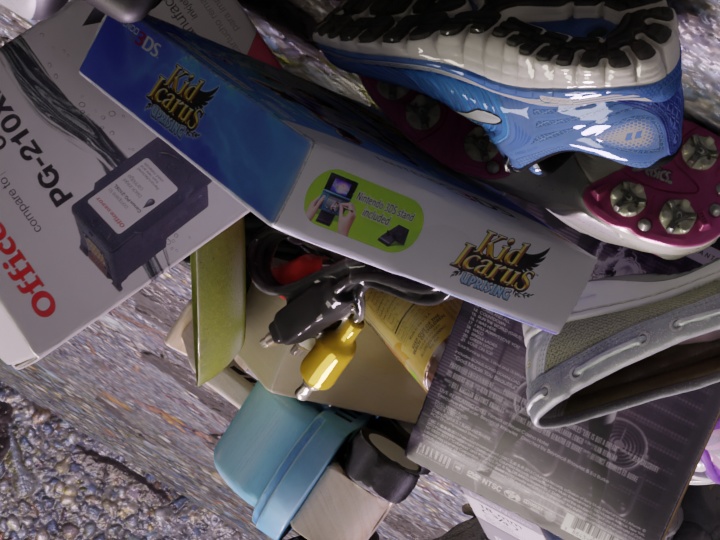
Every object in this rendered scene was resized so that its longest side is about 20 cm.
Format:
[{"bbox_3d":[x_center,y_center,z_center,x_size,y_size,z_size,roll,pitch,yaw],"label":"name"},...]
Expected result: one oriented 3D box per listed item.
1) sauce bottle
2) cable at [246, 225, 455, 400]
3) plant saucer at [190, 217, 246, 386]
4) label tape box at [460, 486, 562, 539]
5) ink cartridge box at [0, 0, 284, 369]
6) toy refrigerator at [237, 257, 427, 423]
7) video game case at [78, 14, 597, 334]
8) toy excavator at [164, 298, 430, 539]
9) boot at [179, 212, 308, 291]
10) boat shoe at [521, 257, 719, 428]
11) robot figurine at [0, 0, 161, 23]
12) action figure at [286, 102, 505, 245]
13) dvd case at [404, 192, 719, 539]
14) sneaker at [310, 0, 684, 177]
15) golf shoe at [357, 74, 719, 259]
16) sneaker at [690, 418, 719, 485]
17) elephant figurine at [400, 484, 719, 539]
[{"bbox_3d":[0.021,0.002,1.397,0.200,0.065,0.065,50,-179,38],"label":"sauce bottle"},{"bbox_3d":[0.000,0.000,1.314,0.050,0.097,0.200,-8,164,-40],"label":"cable"},{"bbox_3d":[-0.087,-0.031,1.411,0.031,0.201,0.200,-1,167,-5],"label":"plant saucer"},{"bbox_3d":[0.121,0.083,1.398,0.063,0.144,0.200,27,165,22],"label":"label tape box"},{"bbox_3d":[-0.139,-0.063,1.244,0.145,0.200,0.084,55,163,-6],"label":"ink cartridge box"},{"bbox_3d":[0.028,0.050,1.477,0.199,0.070,0.076,15,-165,-28],"label":"toy refrigerator"},{"bbox_3d":[-0.012,-0.051,1.117,0.181,0.046,0.200,21,-169,-39],"label":"video game case"},{"bbox_3d":[-0.053,0.094,1.492,0.200,0.100,0.194,36,-167,6],"label":"toy excavator"},{"bbox_3d":[-0.098,-0.022,1.632,0.200,0.076,0.168,41,174,3],"label":"boot"},{"bbox_3d":[0.175,0.033,1.143,0.201,0.065,0.074,-8,152,20],"label":"boat shoe"},{"bbox_3d":[-0.165,-0.197,1.080,0.200,0.125,0.150,32,154,-4],"label":"robot figurine"},{"bbox_3d":[0.025,-0.050,1.310,0.200,0.069,0.130,11,149,46],"label":"action figure"},{"bbox_3d":[0.120,0.047,1.236,0.148,0.200,0.016,27,-154,14],"label":"dvd case"},{"bbox_3d":[0.059,-0.083,1.047,0.200,0.079,0.089,19,140,42],"label":"sneaker"},{"bbox_3d":[0.085,-0.059,1.134,0.200,0.075,0.092,30,169,11],"label":"golf shoe"},{"bbox_3d":[0.217,0.077,1.332,0.088,0.081,0.200,17,166,25],"label":"sneaker"},{"bbox_3d":[0.134,0.174,1.579,0.200,0.142,0.155,-26,116,27],"label":"elephant figurine"}]
